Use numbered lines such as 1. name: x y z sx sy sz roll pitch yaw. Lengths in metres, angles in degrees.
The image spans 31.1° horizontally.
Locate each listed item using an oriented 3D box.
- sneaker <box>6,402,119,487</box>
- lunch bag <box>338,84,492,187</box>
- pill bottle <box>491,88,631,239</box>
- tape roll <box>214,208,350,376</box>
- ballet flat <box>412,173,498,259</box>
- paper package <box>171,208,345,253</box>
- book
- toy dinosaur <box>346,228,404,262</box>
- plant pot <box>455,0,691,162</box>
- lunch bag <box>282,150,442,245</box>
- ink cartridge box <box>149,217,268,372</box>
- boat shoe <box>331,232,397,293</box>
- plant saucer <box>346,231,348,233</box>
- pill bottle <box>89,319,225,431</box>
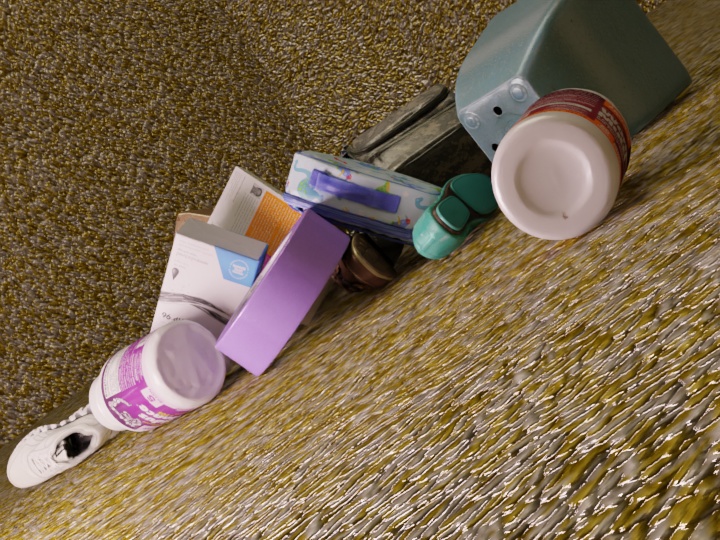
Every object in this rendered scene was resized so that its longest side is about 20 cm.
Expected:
1. sneaker: -0.445 0.264 1.893 0.199 0.075 0.081 -32 14 17
2. lunch bag: 0.083 -0.167 1.853 0.199 0.140 0.168 -35 40 -3
3. pill bottle: 0.186 -0.103 1.163 0.109 0.110 0.200 -31 6 22
4. tape roll: -0.093 0.026 1.550 0.201 0.065 0.200 -55 6 9
5. ballet flat: 0.107 -0.063 1.536 0.070 0.067 0.200 -46 -3 28
6. paper package: -0.141 -0.031 1.875 0.189 0.105 0.200 8 8 26
7. book: -0.119 -0.034 1.728 0.134 0.199 0.048 -61 -26 8
8. toy dinosaur: 0.019 -0.031 1.761 0.199 0.077 0.103 -19 53 23
9. plant pot: 0.223 -0.207 1.501 0.195 0.197 0.200 -26 17 51
10. lunch bag: 0.008 -0.091 1.630 0.161 0.198 0.083 -9 -64 -78
11. ink cartridge box: -0.205 0.047 1.699 0.068 0.115 0.201 -70 -2 -67
12. boat shoe: 0.000 0.000 1.606 0.068 0.072 0.200 -43 1 4
13. plant saucer: 0.034 -0.060 2.016 0.199 0.049 0.200 -32 6 22
14. pill bottle: -0.267 0.143 1.658 0.199 0.113 0.112 -28 7 48
